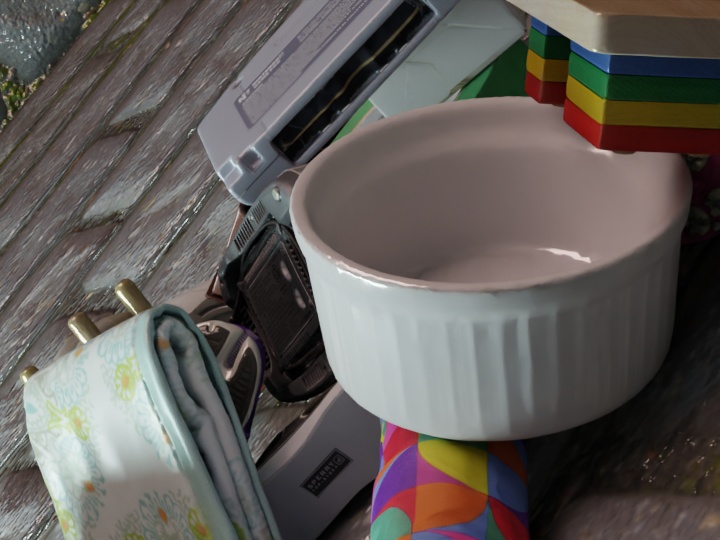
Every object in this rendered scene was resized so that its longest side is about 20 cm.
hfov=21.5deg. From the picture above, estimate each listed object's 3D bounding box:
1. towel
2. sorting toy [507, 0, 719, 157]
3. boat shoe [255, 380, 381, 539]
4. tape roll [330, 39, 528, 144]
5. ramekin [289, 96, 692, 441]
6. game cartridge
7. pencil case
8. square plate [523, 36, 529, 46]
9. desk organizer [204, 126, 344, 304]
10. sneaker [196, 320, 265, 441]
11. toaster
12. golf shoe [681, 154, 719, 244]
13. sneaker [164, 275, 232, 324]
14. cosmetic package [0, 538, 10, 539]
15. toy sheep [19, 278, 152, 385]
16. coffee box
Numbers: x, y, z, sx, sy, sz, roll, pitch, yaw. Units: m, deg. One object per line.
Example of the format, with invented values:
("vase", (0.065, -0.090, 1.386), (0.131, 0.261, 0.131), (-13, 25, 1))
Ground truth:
("towel", (-0.124, 0.135, 1.114), (0.048, 0.202, 0.171), (-16, -7, -42))
("sorting toy", (0.182, -0.103, 0.938), (0.200, 0.196, 0.070), (-120, 32, -72))
("boat shoe", (-0.004, 0.091, 1.108), (0.200, 0.069, 0.057), (-42, 19, 23))
("tape roll", (0.041, -0.086, 1.303), (0.200, 0.048, 0.201), (-41, 19, 18))
("ramekin", (0.067, -0.002, 0.955), (0.198, 0.099, 0.201), (-5, 31, 3))
("game cartridge", (-0.018, -0.136, 1.168), (0.200, 0.041, 0.133), (-46, 27, 7))
("pencil case", (0.041, 0.115, 0.942), (0.088, 0.088, 0.201), (-38, 19, 24))
("square plate", (0.105, -0.106, 1.319), (0.198, 0.028, 0.201), (-36, 22, 30))
("desk organizer", (-0.050, -0.047, 1.404), (0.200, 0.071, 0.078), (-72, 2, -60))
("sneaker", (-0.102, 0.106, 1.186), (0.083, 0.080, 0.201), (-35, -26, -50))
("toaster", (0.000, 0.000, 1.136), (0.128, 0.114, 0.200), (-20, -16, -26))
("golf shoe", (0.158, -0.061, 1.052), (0.091, 0.076, 0.199), (-38, 20, -32))
("sneaker", (-0.122, 0.045, 1.466), (0.199, 0.077, 0.081), (-23, 22, 36))
("cosmetic package", (-0.222, 0.277, 1.057), (0.166, 0.167, 0.201), (-12, 39, 58))
("toy sheep", (-0.171, 0.094, 1.367), (0.200, 0.137, 0.138), (-41, 16, 51))
("coffee box", (0.048, -0.195, 1.304), (0.114, 0.080, 0.201), (-38, 21, 22))
